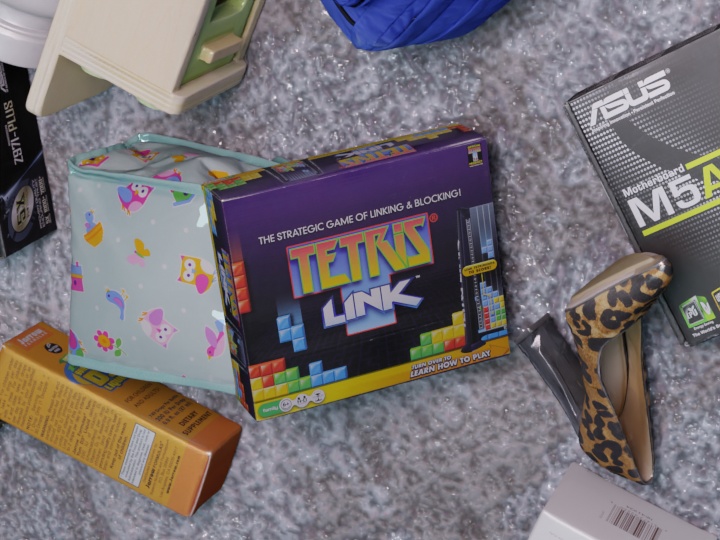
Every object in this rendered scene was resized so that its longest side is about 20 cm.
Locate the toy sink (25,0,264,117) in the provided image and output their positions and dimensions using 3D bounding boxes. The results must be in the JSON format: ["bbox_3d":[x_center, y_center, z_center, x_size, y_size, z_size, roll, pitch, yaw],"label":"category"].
[{"bbox_3d":[-0.139,-0.188,1.334,0.111,0.130,0.201,29,114,10],"label":"toy sink"}]

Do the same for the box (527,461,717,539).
[{"bbox_3d":[0.162,0.267,1.374,0.124,0.097,0.201,27,114,11],"label":"box"}]

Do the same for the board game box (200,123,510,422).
[{"bbox_3d":[0.000,0.000,1.311,0.198,0.057,0.167,-15,111,-16],"label":"board game box"}]

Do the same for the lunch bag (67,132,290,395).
[{"bbox_3d":[-0.113,-0.002,1.388,0.198,0.122,0.172,10,109,25],"label":"lunch bag"}]

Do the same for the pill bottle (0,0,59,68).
[{"bbox_3d":[-0.227,-0.255,1.357,0.111,0.111,0.201,30,115,11],"label":"pill bottle"}]

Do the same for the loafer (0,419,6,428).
[{"bbox_3d":[-0.343,0.064,1.490,0.063,0.072,0.200,-23,128,24],"label":"loafer"}]

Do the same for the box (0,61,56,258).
[{"bbox_3d":[-0.360,-0.094,1.475,0.198,0.086,0.165,-2,106,22],"label":"box"}]

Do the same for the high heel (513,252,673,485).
[{"bbox_3d":[0.196,0.069,1.283,0.143,0.071,0.200,53,151,4],"label":"high heel"}]

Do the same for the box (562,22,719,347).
[{"bbox_3d":[0.267,-0.072,1.255,0.199,0.048,0.194,-24,99,26],"label":"box"}]

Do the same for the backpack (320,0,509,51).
[{"bbox_3d":[0.031,-0.243,1.211,0.200,0.167,0.164,-41,66,54],"label":"backpack"}]

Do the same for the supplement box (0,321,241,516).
[{"bbox_3d":[-0.200,0.118,1.489,0.199,0.067,0.069,24,114,13],"label":"supplement box"}]
